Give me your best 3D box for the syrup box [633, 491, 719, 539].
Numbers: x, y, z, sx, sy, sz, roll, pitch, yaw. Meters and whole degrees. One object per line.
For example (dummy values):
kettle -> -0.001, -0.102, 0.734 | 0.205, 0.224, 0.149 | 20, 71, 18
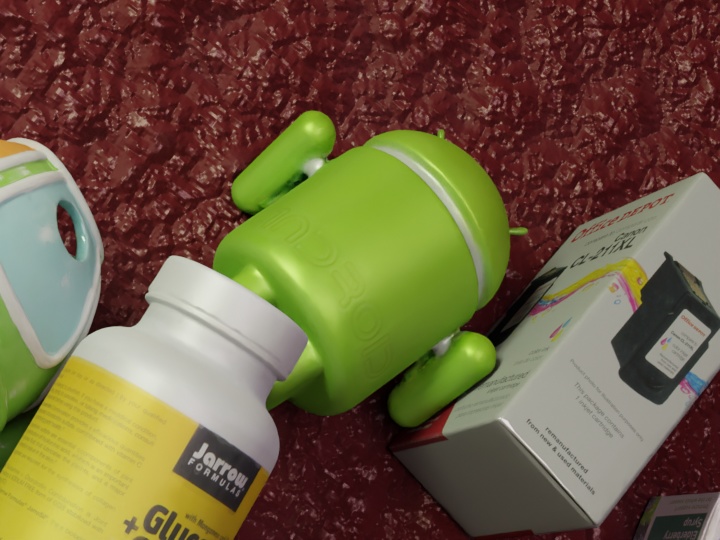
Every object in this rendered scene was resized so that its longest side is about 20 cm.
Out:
syrup box -> 0.261, 0.211, 1.080 | 0.199, 0.079, 0.082 | 30, 70, -17

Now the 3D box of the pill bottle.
pill bottle -> -0.108, 0.099, 0.844 | 0.112, 0.112, 0.201 | 33, 79, -16

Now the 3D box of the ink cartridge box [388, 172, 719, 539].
ink cartridge box -> 0.129, 0.051, 1.011 | 0.083, 0.146, 0.200 | 46, 65, -8

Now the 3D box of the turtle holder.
turtle holder -> -0.186, 0.017, 0.873 | 0.132, 0.141, 0.186 | -40, 96, -32

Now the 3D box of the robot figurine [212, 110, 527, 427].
robot figurine -> 0.000, 0.000, 0.976 | 0.199, 0.116, 0.176 | -35, 84, -26
